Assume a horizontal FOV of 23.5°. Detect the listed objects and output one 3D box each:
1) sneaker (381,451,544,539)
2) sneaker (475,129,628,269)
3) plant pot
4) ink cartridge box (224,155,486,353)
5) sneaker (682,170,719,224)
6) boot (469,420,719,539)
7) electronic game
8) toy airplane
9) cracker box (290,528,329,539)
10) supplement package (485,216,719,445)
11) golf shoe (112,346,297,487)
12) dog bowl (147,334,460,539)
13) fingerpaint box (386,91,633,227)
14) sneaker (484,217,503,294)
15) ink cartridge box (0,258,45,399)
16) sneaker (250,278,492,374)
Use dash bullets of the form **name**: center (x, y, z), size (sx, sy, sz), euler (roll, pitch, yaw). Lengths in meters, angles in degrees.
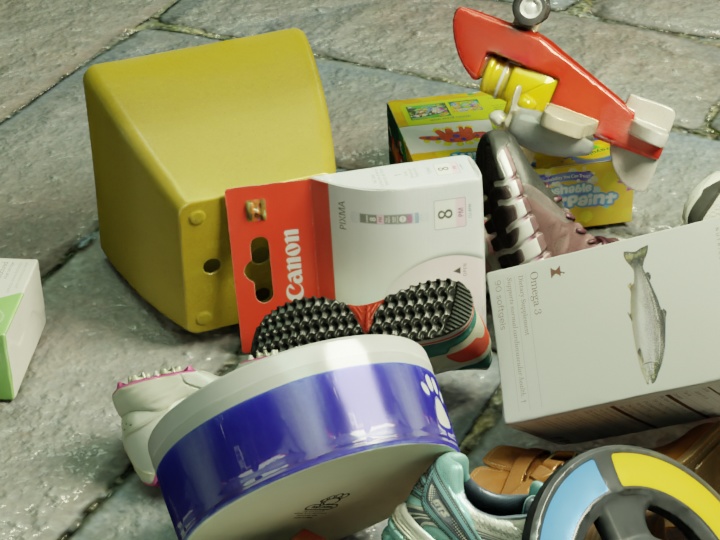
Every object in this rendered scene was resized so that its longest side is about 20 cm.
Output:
- **sneaker**: center (0.116, 0.188, 1.109), size (0.199, 0.087, 0.078), euler (28, 10, 3)
- **sneaker**: center (0.171, -0.030, 1.413), size (0.115, 0.201, 0.076), euler (-18, 3, -14)
- **plant pot**: center (-0.111, -0.063, 1.475), size (0.199, 0.201, 0.177), euler (-13, 39, -16)
- **ink cartridge box**: center (0.000, 0.000, 1.391), size (0.199, 0.163, 0.057), euler (-10, 31, -10)
- **sneaker**: center (0.387, -0.047, 1.524), size (0.199, 0.076, 0.088), euler (-3, 32, 0)
- **boot**: center (0.170, 0.148, 1.239), size (0.154, 0.074, 0.200), euler (9, 23, 34)
- **electronic game**: center (0.183, 0.205, 1.080), size (0.199, 0.042, 0.201), euler (16, 57, -27)
- **toy airplane**: center (0.171, -0.132, 1.493), size (0.200, 0.141, 0.199), euler (30, 16, -44)
- **cracker box**: center (-0.043, 0.259, 1.085), size (0.134, 0.058, 0.200), euler (20, 38, 31)
- **supplement package**: center (0.207, 0.046, 1.236), size (0.199, 0.117, 0.117), euler (-15, 70, 25)
- **golf shoe**: center (-0.083, 0.108, 1.281), size (0.199, 0.092, 0.075), euler (-11, -12, 13)
- **dog bowl**: center (-0.036, 0.123, 1.160), size (0.199, 0.200, 0.079), euler (-14, 67, -18)
- **fingerpaint box**: center (0.138, -0.102, 1.626), size (0.199, 0.074, 0.167), euler (-8, 32, -8)
- **sneaker**: center (0.074, 0.002, 1.467), size (0.199, 0.076, 0.105), euler (6, 31, 22)
- **ink cartridge box**: center (-0.372, 0.044, 1.429), size (0.199, 0.068, 0.117), euler (1, 33, 4)
- **sneaker**: center (0.011, 0.067, 1.375), size (0.199, 0.093, 0.071), euler (-11, 49, 23)
